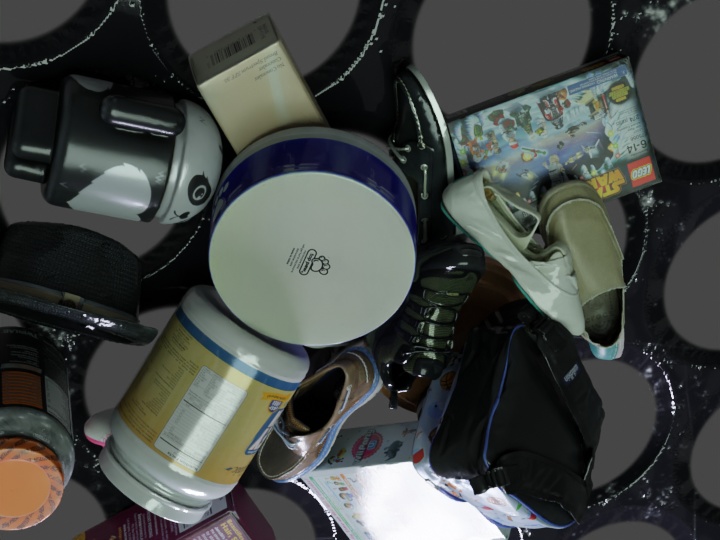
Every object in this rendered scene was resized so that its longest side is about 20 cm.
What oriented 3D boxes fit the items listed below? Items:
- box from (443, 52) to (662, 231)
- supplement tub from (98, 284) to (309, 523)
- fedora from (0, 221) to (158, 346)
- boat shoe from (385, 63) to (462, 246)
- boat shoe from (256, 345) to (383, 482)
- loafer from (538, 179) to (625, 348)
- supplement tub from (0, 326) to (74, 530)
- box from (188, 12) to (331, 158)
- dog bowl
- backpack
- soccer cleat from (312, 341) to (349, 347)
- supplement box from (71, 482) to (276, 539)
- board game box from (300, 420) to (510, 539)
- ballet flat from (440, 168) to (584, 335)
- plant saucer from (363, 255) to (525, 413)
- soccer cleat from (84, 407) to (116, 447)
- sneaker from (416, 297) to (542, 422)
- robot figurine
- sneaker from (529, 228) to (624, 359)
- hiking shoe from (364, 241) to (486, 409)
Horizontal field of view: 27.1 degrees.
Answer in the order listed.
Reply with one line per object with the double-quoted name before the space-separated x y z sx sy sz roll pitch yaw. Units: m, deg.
"box" 0.195 -0.123 1.524 0.198 0.040 0.138 -21 108 -2
"supplement tub" -0.157 0.133 1.478 0.144 0.145 0.201 28 100 -26
"fedora" -0.286 0.007 1.450 0.199 0.200 0.093 18 79 -23
"boat shoe" 0.058 -0.109 1.495 0.060 0.076 0.202 -22 122 -8
"boat shoe" -0.058 0.153 1.585 0.072 0.072 0.200 -4 138 -55
"loafer" 0.236 -0.003 1.523 0.075 0.068 0.201 -23 124 1
"supplement tub" -0.344 0.155 1.469 0.121 0.201 0.124 -6 121 -10
"box" -0.078 -0.134 1.443 0.094 0.078 0.201 -29 122 4
"dog bowl" -0.045 -0.030 1.410 0.198 0.079 0.202 0 125 0
"backpack" 0.153 0.169 1.493 0.190 0.153 0.201 41 59 -33
"soccer cleat" 0.000 0.000 1.540 0.086 0.070 0.201 11 127 -40
"supplement box" -0.203 0.323 1.658 0.199 0.103 0.132 -27 122 3
"board game box" 0.052 0.237 1.640 0.198 0.065 0.148 -11 129 32
"ballet flat" 0.165 -0.021 1.469 0.069 0.069 0.200 -44 94 13
"plant saucer" 0.102 0.076 1.638 0.198 0.032 0.202 -6 121 -11
"soccer cleat" -0.194 0.147 1.588 0.198 0.070 0.087 2 109 -21
"sneaker" 0.161 0.119 1.625 0.115 0.076 0.200 28 120 -32
"robot figurine" -0.227 -0.110 1.391 0.198 0.150 0.126 10 104 -19
"sneaker" 0.230 0.014 1.616 0.079 0.071 0.202 -19 114 -2
"hiking shoe" 0.074 0.054 1.475 0.075 0.102 0.200 4 143 -26
